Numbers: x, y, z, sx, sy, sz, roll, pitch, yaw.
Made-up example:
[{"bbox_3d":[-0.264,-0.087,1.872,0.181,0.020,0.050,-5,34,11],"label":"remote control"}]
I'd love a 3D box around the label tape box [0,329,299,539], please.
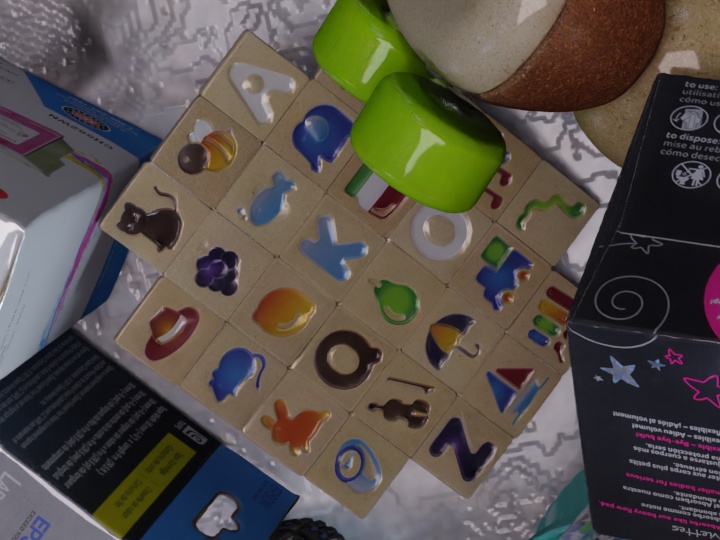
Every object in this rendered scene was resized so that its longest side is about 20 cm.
[{"bbox_3d":[-0.136,0.079,1.051,0.200,0.144,0.063,37,107,2],"label":"label tape box"}]

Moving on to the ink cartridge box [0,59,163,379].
[{"bbox_3d":[-0.178,-0.031,1.006,0.144,0.200,0.085,26,107,5],"label":"ink cartridge box"}]

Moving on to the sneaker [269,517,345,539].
[{"bbox_3d":[0.003,0.173,1.038,0.077,0.200,0.085,-21,113,-16],"label":"sneaker"}]

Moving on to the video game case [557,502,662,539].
[{"bbox_3d":[0.188,0.096,0.875,0.200,0.182,0.024,25,146,31],"label":"video game case"}]

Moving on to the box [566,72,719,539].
[{"bbox_3d":[0.184,0.025,0.848,0.199,0.132,0.115,9,137,18],"label":"box"}]

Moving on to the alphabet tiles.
[{"bbox_3d":[0.000,0.000,1.031,0.200,0.006,0.167,37,89,-18],"label":"alphabet tiles"}]

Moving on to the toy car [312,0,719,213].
[{"bbox_3d":[0.112,-0.091,0.955,0.200,0.158,0.164,25,111,-23],"label":"toy car"}]

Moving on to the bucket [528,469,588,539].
[{"bbox_3d":[0.149,0.164,1.003,0.206,0.135,0.208,1,107,4],"label":"bucket"}]
